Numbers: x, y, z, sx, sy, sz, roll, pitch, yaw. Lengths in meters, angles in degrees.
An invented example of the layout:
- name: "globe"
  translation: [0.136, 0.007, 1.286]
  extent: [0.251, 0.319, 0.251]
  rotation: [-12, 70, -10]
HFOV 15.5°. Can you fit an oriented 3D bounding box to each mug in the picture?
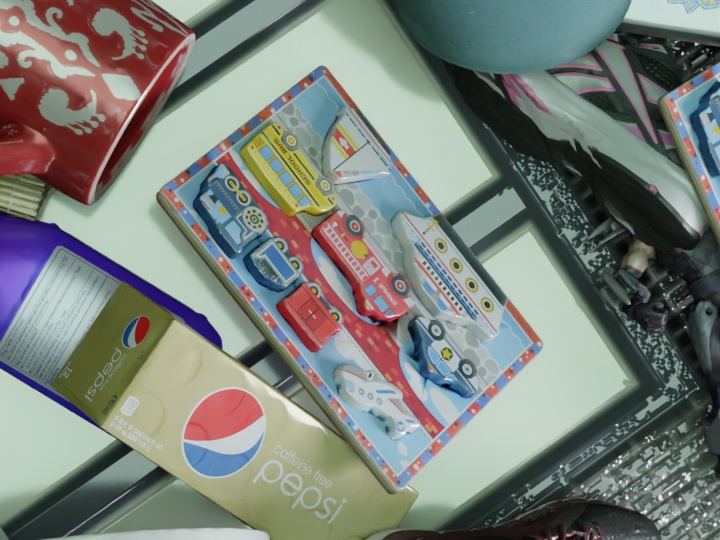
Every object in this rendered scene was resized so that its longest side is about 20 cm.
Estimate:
- name: "mug"
  translation: [-0.208, -0.113, 1.383]
  extent: [0.199, 0.133, 0.178]
  rotation: [32, 81, 0]

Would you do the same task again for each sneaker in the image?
- name: "sneaker"
  translation: [0.101, 0.167, 1.405]
  extent: [0.199, 0.115, 0.076]
  rotation: [-6, 91, -29]
- name: "sneaker"
  translation: [0.129, -0.098, 1.450]
  extent: [0.200, 0.080, 0.086]
  rotation: [42, 71, 11]

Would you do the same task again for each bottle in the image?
- name: "bottle"
  translation: [-0.175, 0.017, 1.428]
  extent: [0.199, 0.065, 0.084]
  rotation: [31, 90, -4]

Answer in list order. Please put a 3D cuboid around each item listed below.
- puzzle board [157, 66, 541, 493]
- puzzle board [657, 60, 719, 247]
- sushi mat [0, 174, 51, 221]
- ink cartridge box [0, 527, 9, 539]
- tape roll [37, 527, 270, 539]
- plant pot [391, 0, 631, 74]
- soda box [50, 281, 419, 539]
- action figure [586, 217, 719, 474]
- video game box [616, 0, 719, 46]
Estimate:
- name: "puzzle board"
  translation: [0.000, 0.000, 1.423]
  extent: [0.200, 0.017, 0.151]
  rotation: [52, 48, -3]
- name: "puzzle board"
  translation: [0.253, -0.034, 1.432]
  extent: [0.150, 0.017, 0.201]
  rotation: [-31, 102, -32]
- name: "sushi mat"
  translation: [-0.254, -0.093, 1.426]
  extent: [0.199, 0.012, 0.096]
  rotation: [17, 52, -5]
- name: "ink cartridge box"
  translation: [-0.274, 0.206, 1.435]
  extent: [0.199, 0.047, 0.161]
  rotation: [-34, 92, -22]
- name: "tape roll"
  translation: [-0.142, 0.180, 1.356]
  extent: [0.201, 0.202, 0.071]
  rotation: [-6, 80, -6]
- name: "plant pot"
  translation: [0.076, -0.212, 1.359]
  extent: [0.198, 0.189, 0.201]
  rotation: [-3, 52, 4]
- name: "soda box"
  translation: [-0.063, 0.090, 1.393]
  extent: [0.200, 0.064, 0.068]
  rotation: [38, 85, -36]
- name: "action figure"
  translation: [0.205, 0.020, 1.468]
  extent: [0.129, 0.069, 0.201]
  rotation: [-22, 88, -1]
- name: "video game box"
  translation: [0.225, -0.215, 1.485]
  extent: [0.198, 0.047, 0.184]
  rotation: [8, 91, -6]
